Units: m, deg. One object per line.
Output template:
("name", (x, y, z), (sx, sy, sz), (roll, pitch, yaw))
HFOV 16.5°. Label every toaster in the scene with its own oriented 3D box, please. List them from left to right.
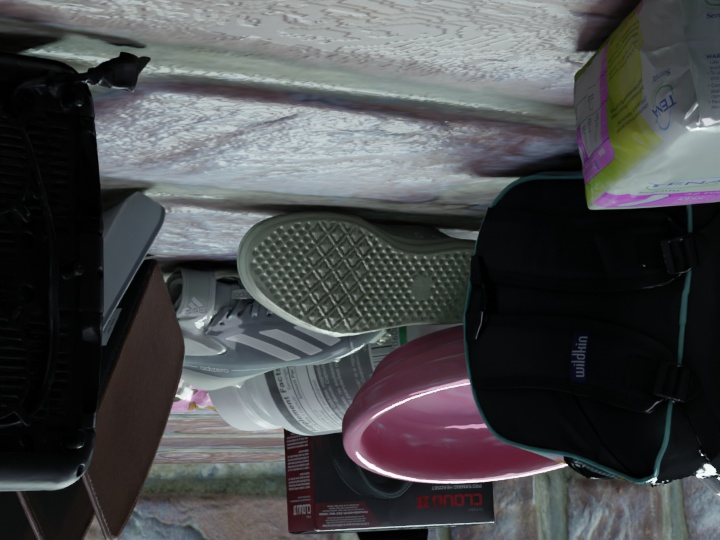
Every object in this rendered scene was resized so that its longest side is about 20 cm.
("toaster", (-0.194, -0.002, 0.996), (0.200, 0.181, 0.119), (5, 172, -43))

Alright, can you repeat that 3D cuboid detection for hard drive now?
("hard drive", (-0.179, 0.030, 1.448), (0.027, 0.132, 0.200), (32, 162, -13))

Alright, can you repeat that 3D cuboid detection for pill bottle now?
("pill bottle", (-0.007, 0.059, 1.778), (0.200, 0.113, 0.113), (-8, 171, 35))

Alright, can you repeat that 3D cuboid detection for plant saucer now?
("plant saucer", (0.086, 0.083, 1.623), (0.200, 0.051, 0.201), (-6, 157, -2))

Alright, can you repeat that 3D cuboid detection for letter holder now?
("letter holder", (-0.181, 0.111, 1.616), (0.100, 0.142, 0.200), (-6, -145, 17))

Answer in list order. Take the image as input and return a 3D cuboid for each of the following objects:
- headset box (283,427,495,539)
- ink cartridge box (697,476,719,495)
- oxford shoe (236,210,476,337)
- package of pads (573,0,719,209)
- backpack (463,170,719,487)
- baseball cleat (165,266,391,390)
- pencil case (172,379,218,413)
("headset box", (0.020, 0.120, 1.926), (0.149, 0.200, 0.077), (0, 172, -18))
("ink cartridge box", (0.262, 0.049, 1.527), (0.176, 0.045, 0.200), (-44, -179, 6))
("oxford shoe", (0.000, 0.000, 1.528), (0.200, 0.075, 0.058), (4, -167, -41))
("package of pads", (0.174, -0.075, 1.020), (0.154, 0.068, 0.200), (-4, 172, -8))
("backpack", (0.153, 0.028, 1.381), (0.153, 0.176, 0.200), (1, -179, -39))
("baseball cleat", (-0.064, 0.027, 1.686), (0.200, 0.070, 0.106), (-25, 138, 28))
("pencil case", (-0.190, 0.075, 1.940), (0.200, 0.083, 0.087), (-3, 172, -13))
